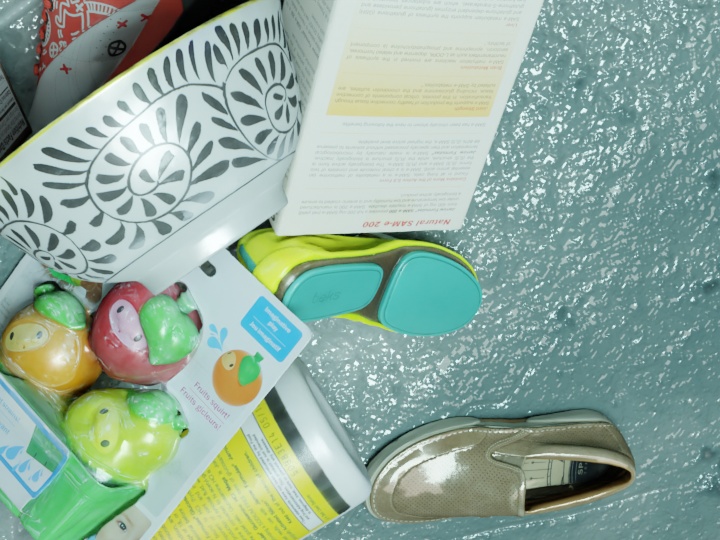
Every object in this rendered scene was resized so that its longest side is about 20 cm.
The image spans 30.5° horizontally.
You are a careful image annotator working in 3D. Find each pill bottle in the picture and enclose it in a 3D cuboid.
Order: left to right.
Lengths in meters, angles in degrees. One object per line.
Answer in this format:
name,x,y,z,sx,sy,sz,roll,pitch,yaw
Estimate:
pill bottle,-0.103,0.149,0.860,0.200,0.112,0.113,-31,120,0

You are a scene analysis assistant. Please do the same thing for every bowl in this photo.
bowl,-0.099,-0.049,0.695,0.201,0.201,0.094,-35,94,2

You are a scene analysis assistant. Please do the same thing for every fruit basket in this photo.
fruit basket,-0.152,0.054,0.776,0.200,0.185,0.094,-53,159,15

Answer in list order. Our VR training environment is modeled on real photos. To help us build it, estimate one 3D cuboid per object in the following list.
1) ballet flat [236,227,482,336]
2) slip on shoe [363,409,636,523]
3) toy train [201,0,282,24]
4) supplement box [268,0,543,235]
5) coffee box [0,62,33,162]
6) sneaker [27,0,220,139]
ballet flat,0.000,0.000,0.837,0.200,0.067,0.067,5,118,-49
slip on shoe,0.101,0.149,0.949,0.199,0.061,0.076,-5,116,-14
toy train,-0.012,-0.183,0.764,0.200,0.046,0.034,-28,119,-2
supplement box,0.018,-0.119,0.753,0.126,0.074,0.200,-2,131,-25
coffee box,-0.270,-0.130,0.676,0.114,0.080,0.200,-9,120,17
sneaker,-0.153,-0.151,0.734,0.108,0.067,0.201,47,120,0
